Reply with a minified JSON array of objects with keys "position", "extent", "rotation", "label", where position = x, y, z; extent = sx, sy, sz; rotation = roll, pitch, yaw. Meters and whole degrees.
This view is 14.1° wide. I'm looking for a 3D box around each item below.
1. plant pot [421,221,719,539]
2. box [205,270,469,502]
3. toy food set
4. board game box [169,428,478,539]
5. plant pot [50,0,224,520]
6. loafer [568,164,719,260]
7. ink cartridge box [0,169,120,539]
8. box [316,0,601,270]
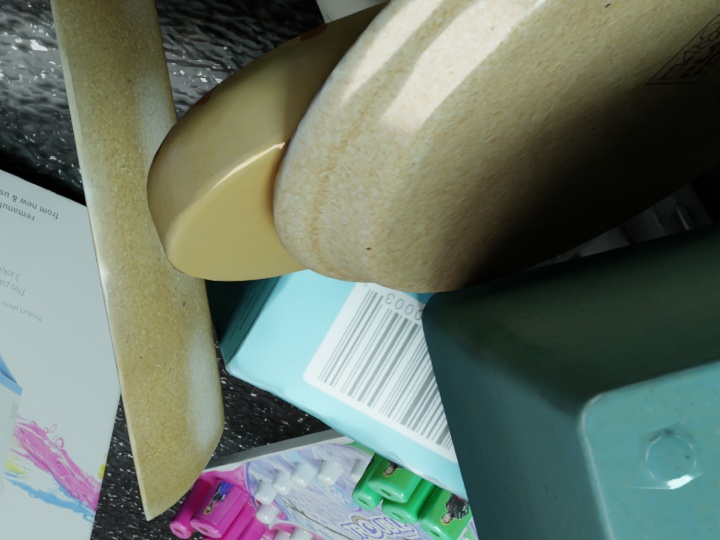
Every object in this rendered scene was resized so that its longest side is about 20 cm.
[{"position":[0.095,0.057,0.608],"extent":[0.141,0.141,0.200],"rotation":[-15,179,2],"label":"plant pot"},{"position":[0.000,0.000,0.815],"extent":[0.082,0.049,0.200],"rotation":[29,-172,-12],"label":"box"},{"position":[0.060,-0.063,0.615],"extent":[0.049,0.198,0.200],"rotation":[55,136,17],"label":"toy food set"},{"position":[0.045,0.126,0.997],"extent":[0.200,0.026,0.200],"rotation":[38,159,-15],"label":"board game box"},{"position":[-0.063,-0.033,0.786],"extent":[0.027,0.200,0.200],"rotation":[-10,152,-4],"label":"plant pot"},{"position":[0.109,0.018,0.763],"extent":[0.200,0.070,0.070],"rotation":[50,-163,27],"label":"loafer"},{"position":[-0.173,0.069,1.004],"extent":[0.125,0.200,0.129],"rotation":[23,158,-33],"label":"ink cartridge box"},{"position":[0.024,-0.086,0.694],"extent":[0.082,0.068,0.200],"rotation":[50,171,32],"label":"box"}]
